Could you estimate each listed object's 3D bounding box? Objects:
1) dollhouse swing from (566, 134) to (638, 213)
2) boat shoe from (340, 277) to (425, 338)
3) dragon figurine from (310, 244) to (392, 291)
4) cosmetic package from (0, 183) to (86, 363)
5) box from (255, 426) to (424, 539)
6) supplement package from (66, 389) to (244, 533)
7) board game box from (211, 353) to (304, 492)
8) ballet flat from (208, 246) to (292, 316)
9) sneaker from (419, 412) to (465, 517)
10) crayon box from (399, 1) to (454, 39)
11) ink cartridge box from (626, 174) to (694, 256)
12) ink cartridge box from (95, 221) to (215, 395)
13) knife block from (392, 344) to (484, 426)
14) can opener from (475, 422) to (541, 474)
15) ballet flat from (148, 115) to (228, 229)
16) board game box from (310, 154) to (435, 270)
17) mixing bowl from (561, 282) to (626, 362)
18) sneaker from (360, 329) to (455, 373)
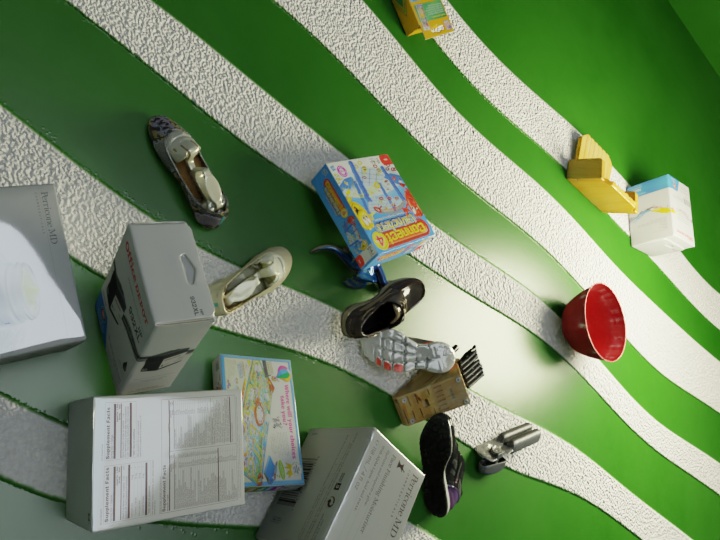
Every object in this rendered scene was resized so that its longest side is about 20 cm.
[{"bbox_3d":[0.733,-0.296,1.766,0.197,0.180,0.180,31,81,-28],"label":"dollhouse swing"},{"bbox_3d":[0.055,0.078,1.124,0.197,0.072,0.077,-29,118,-28],"label":"boat shoe"},{"bbox_3d":[0.000,0.000,1.155,0.195,0.058,0.103,5,75,-39],"label":"dragon figurine"},{"bbox_3d":[-0.466,0.015,0.732,0.196,0.121,0.206,-12,86,-41],"label":"cosmetic package"},{"bbox_3d":[-0.033,0.372,0.944,0.131,0.198,0.202,43,56,-20],"label":"box"},{"bbox_3d":[-0.277,0.246,0.808,0.195,0.150,0.156,5,75,-37],"label":"supplement package"},{"bbox_3d":[-0.162,0.239,0.942,0.131,0.034,0.206,12,55,-36],"label":"board game box"},{"bbox_3d":[-0.175,0.015,1.005,0.199,0.069,0.071,-38,103,-39],"label":"ballet flat"},{"bbox_3d":[0.168,0.371,1.181,0.086,0.074,0.208,-12,108,-46],"label":"sneaker"},{"bbox_3d":[0.135,-0.648,1.432,0.124,0.051,0.205,-30,97,-40],"label":"crayon box"},{"bbox_3d":[0.967,-0.172,1.929,0.143,0.144,0.207,16,69,-35],"label":"ink cartridge box"},{"bbox_3d":[-0.280,0.053,0.799,0.082,0.200,0.148,-4,60,-39],"label":"ink cartridge box"},{"bbox_3d":[0.163,0.225,1.236,0.176,0.194,0.066,-85,153,-78],"label":"knife block"},{"bbox_3d":[0.328,0.400,1.340,0.195,0.053,0.069,-5,114,-40],"label":"can opener"},{"bbox_3d":[-0.271,-0.168,0.971,0.072,0.071,0.204,-35,101,-38],"label":"ballet flat"},{"bbox_3d":[0.029,-0.120,1.160,0.197,0.056,0.199,-20,75,-48],"label":"board game box"},{"bbox_3d":[0.602,0.142,1.578,0.195,0.107,0.208,10,73,-37],"label":"mixing bowl"},{"bbox_3d":[0.087,0.164,1.186,0.194,0.082,0.080,15,84,-12],"label":"sneaker"}]
